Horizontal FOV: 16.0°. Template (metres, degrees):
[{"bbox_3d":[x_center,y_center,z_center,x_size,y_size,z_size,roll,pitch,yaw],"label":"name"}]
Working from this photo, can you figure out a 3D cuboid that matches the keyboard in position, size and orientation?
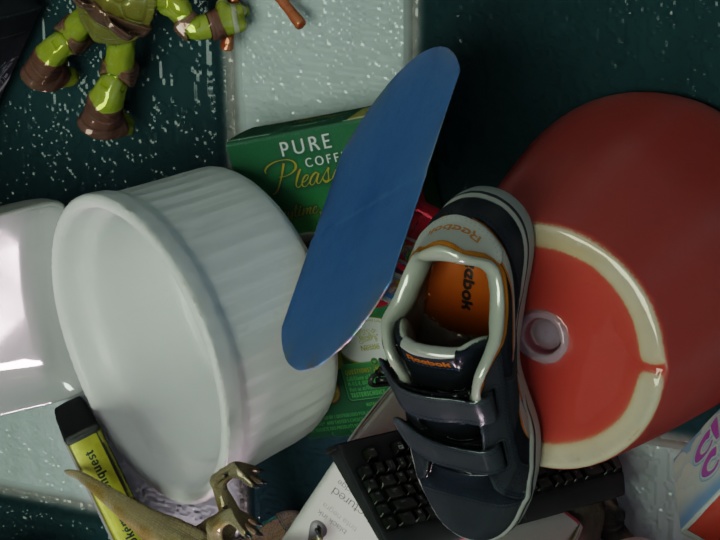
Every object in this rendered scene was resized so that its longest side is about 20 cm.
[{"bbox_3d":[0.064,0.095,1.509,0.127,0.199,0.021,58,135,24],"label":"keyboard"}]

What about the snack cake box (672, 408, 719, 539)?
[{"bbox_3d":[0.280,0.090,1.444,0.115,0.067,0.200,28,122,-17],"label":"snack cake box"}]

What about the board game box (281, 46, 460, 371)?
[{"bbox_3d":[0.019,-0.028,1.460,0.039,0.201,0.158,25,158,-17],"label":"board game box"}]

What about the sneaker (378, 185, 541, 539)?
[{"bbox_3d":[0.050,0.061,1.363,0.078,0.079,0.202,7,112,24],"label":"sneaker"}]

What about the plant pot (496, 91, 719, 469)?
[{"bbox_3d":[0.135,0.014,1.451,0.199,0.177,0.202,9,111,25],"label":"plant pot"}]

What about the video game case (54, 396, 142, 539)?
[{"bbox_3d":[-0.147,0.175,1.657,0.025,0.200,0.182,-26,96,-7],"label":"video game case"}]

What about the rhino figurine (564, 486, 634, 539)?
[{"bbox_3d":[0.078,0.163,1.602,0.199,0.060,0.088,-6,108,30],"label":"rhino figurine"}]

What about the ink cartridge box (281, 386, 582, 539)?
[{"bbox_3d":[0.020,0.194,1.559,0.146,0.083,0.201,36,124,5],"label":"ink cartridge box"}]

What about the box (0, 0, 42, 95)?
[{"bbox_3d":[-0.329,-0.110,1.627,0.104,0.200,0.183,39,121,17],"label":"box"}]

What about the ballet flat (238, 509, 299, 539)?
[{"bbox_3d":[-0.038,0.258,1.686,0.067,0.068,0.201,-17,93,-11],"label":"ballet flat"}]

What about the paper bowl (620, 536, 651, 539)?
[{"bbox_3d":[0.134,0.228,1.442,0.201,0.200,0.105,-45,72,31],"label":"paper bowl"}]

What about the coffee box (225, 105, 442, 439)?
[{"bbox_3d":[0.000,0.000,1.593,0.122,0.044,0.201,-10,103,29],"label":"coffee box"}]

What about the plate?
[{"bbox_3d":[-0.282,0.033,1.659,0.201,0.198,0.032,90,162,-49],"label":"plate"}]

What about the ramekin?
[{"bbox_3d":[-0.100,0.033,1.585,0.200,0.097,0.202,37,139,41],"label":"ramekin"}]

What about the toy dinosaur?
[{"bbox_3d":[-0.089,0.165,1.507,0.200,0.058,0.101,38,121,1],"label":"toy dinosaur"}]

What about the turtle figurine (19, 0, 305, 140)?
[{"bbox_3d":[-0.144,-0.158,1.596,0.199,0.065,0.162,30,127,1],"label":"turtle figurine"}]
